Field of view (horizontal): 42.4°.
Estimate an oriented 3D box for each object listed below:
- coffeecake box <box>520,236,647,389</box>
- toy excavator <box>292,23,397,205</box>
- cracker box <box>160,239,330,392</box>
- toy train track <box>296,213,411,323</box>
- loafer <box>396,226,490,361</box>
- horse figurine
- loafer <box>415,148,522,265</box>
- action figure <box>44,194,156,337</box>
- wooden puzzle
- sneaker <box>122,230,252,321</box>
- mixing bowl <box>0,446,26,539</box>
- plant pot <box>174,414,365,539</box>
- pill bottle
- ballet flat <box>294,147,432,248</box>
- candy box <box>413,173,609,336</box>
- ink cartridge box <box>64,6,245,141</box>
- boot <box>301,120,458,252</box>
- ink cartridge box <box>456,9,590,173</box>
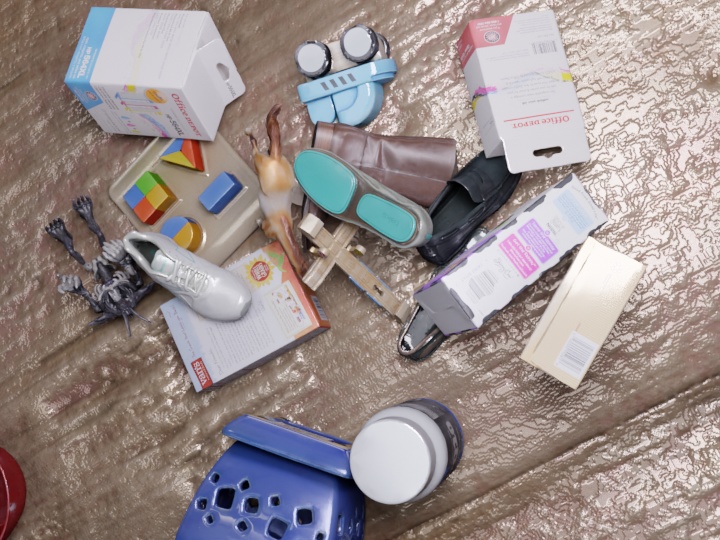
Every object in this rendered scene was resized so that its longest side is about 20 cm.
[{"bbox_3d":[0.261,0.049,1.086,0.073,0.200,0.154,30,95,14],"label":"coffeecake box"},{"bbox_3d":[-0.033,-0.204,1.241,0.194,0.100,0.201,-16,93,14],"label":"toy excavator"},{"bbox_3d":[-0.158,0.063,1.272,0.199,0.058,0.134,-28,78,11],"label":"cracker box"},{"bbox_3d":[0.000,0.000,1.183,0.200,0.032,0.115,43,69,-26],"label":"toy train track"},{"bbox_3d":[0.113,0.032,1.197,0.072,0.063,0.201,33,96,14],"label":"loafer"},{"bbox_3d":[-0.109,-0.103,1.178,0.050,0.133,0.201,-10,121,-17],"label":"horse figurine"},{"bbox_3d":[0.140,-0.096,1.176,0.068,0.070,0.201,34,79,29],"label":"loafer"},{"bbox_3d":[-0.371,-0.001,1.312,0.119,0.102,0.200,-36,77,-1],"label":"action figure"},{"bbox_3d":[-0.244,-0.105,1.310,0.185,0.046,0.200,-45,77,9],"label":"wooden puzzle"},{"bbox_3d":[-0.236,0.008,1.231,0.200,0.080,0.071,28,89,18],"label":"sneaker"},{"bbox_3d":[-0.561,0.325,1.340,0.199,0.108,0.201,-1,86,15],"label":"mixing bowl"},{"bbox_3d":[-0.091,0.288,1.175,0.199,0.200,0.181,16,84,15],"label":"plant pot"},{"bbox_3d":[0.058,0.219,1.131,0.113,0.200,0.114,-1,87,15],"label":"pill bottle"},{"bbox_3d":[0.003,-0.086,1.146,0.200,0.064,0.068,34,104,23],"label":"ballet flat"},{"bbox_3d":[0.172,-0.014,1.099,0.200,0.168,0.072,-38,89,-10],"label":"candy box"},{"bbox_3d":[-0.270,-0.267,1.266,0.199,0.129,0.126,7,67,16],"label":"ink cartridge box"},{"bbox_3d":[0.026,-0.096,1.219,0.199,0.064,0.187,8,116,-9],"label":"boot"},{"bbox_3d":[0.203,-0.213,1.158,0.116,0.068,0.201,-10,79,-11],"label":"ink cartridge box"}]
